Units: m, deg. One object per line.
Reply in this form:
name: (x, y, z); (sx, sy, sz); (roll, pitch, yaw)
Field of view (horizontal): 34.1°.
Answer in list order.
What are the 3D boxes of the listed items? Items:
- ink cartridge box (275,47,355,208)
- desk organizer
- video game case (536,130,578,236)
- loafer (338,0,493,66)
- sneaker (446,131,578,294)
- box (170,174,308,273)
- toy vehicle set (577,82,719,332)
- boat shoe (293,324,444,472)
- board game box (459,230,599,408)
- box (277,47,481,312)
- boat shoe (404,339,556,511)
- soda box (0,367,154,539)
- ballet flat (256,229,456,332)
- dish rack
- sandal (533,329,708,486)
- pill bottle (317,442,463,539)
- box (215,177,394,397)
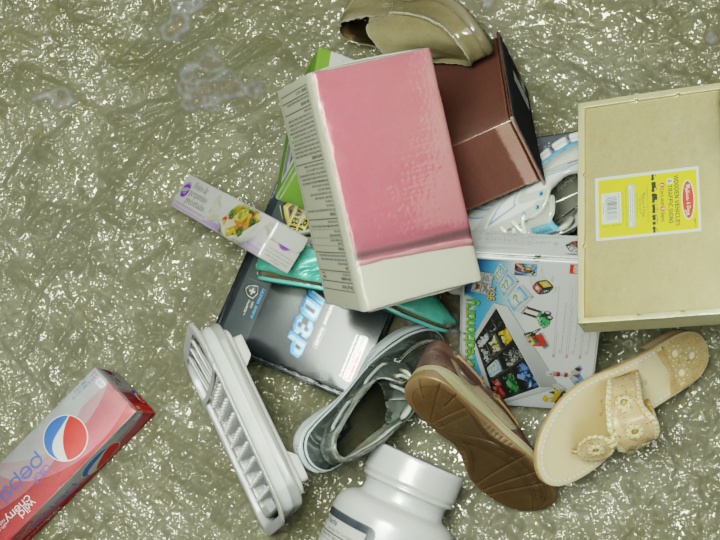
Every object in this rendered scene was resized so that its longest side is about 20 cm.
ink cartridge box: (0.031, -0.112, 1.144); (0.200, 0.076, 0.148); (19, 51, -15)
desk organizer: (0.115, -0.141, 1.097); (0.077, 0.200, 0.072); (-23, 118, 16)
video game case: (0.190, -0.065, 1.113); (0.200, 0.019, 0.143); (-5, 66, 32)
loafer: (0.051, -0.232, 1.153); (0.067, 0.076, 0.200); (-51, 40, -7)
sneaker: (0.147, -0.045, 1.054); (0.200, 0.087, 0.075); (-42, 108, 13)
box: (-0.120, -0.048, 1.133); (0.039, 0.041, 0.200); (-59, 36, -3)
toy vehicle set: (0.242, -0.052, 0.962); (0.124, 0.027, 0.200); (-4, 70, 24)
boat shoe: (0.026, 0.121, 1.093); (0.200, 0.071, 0.072); (-44, 112, -33)
board game box: (0.154, 0.050, 1.073); (0.126, 0.200, 0.035); (4, 44, 8)
box: (0.013, -0.075, 1.001); (0.109, 0.128, 0.200); (-15, 96, -15)
boat shoe: (0.119, 0.143, 1.094); (0.072, 0.072, 0.200); (-29, 116, 36)
soda box: (-0.301, 0.189, 1.163); (0.063, 0.070, 0.200); (44, 88, 11)
ballet flat: (0.000, 0.000, 1.108); (0.200, 0.067, 0.070); (16, 89, 10)
dish rack: (-0.106, 0.146, 1.104); (0.044, 0.172, 0.200); (-23, 78, -17)
sandal: (0.251, 0.122, 1.065); (0.212, 0.070, 0.078); (-34, 105, -20)
pill bottle: (0.017, 0.267, 1.084); (0.119, 0.120, 0.200); (23, 84, 10)
box: (-0.038, 0.011, 1.171); (0.159, 0.046, 0.200); (23, 84, 10)
